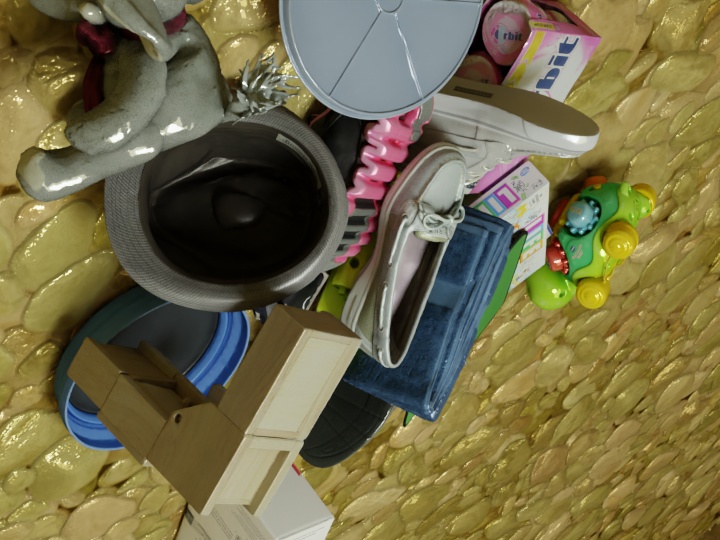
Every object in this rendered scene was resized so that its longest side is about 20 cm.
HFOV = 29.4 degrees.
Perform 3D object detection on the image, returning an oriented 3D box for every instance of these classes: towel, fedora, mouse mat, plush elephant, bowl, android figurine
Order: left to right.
[{"bbox_3d":[-0.158,-0.160,0.934,0.199,0.156,0.165,-15,-160,18],"label":"plush elephant"},{"bbox_3d":[-0.198,0.086,1.298,0.200,0.039,0.201,-29,147,-21],"label":"bowl"},{"bbox_3d":[-0.113,-0.053,1.138,0.198,0.178,0.090,-8,177,-11],"label":"fedora"},{"bbox_3d":[0.000,0.000,1.330,0.182,0.041,0.201,85,27,-75],"label":"android figurine"},{"bbox_3d":[0.062,0.032,1.298,0.201,0.111,0.049,-67,153,-6],"label":"towel"},{"bbox_3d":[0.107,0.062,1.421,0.200,0.008,0.161,-47,163,-28],"label":"mouse mat"}]

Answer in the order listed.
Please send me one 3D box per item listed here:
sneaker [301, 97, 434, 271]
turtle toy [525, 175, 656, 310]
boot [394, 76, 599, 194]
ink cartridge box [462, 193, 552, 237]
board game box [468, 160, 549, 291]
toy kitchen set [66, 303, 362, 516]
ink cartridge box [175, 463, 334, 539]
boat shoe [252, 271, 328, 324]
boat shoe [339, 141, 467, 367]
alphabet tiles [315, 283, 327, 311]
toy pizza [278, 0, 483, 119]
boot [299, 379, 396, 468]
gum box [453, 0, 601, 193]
[{"bbox_3d":[-0.016,-0.096,1.211,0.079,0.095,0.201,16,105,-61],"label":"sneaker"},{"bbox_3d":[0.265,-0.028,1.618,0.146,0.101,0.201,-50,167,-54],"label":"turtle toy"},{"bbox_3d":[0.113,-0.115,1.247,0.074,0.199,0.096,-46,149,-55],"label":"boot"},{"bbox_3d":[0.109,-0.018,1.507,0.200,0.047,0.198,-45,154,0],"label":"ink cartridge box"},{"bbox_3d":[0.135,-0.020,1.438,0.134,0.034,0.200,-38,158,-10],"label":"board game box"},{"bbox_3d":[-0.104,0.082,1.178,0.163,0.200,0.181,14,110,-54],"label":"toy kitchen set"},{"bbox_3d":[-0.126,0.302,1.555,0.084,0.145,0.201,-15,141,-38],"label":"ink cartridge box"},{"bbox_3d":[-0.088,0.012,1.312,0.075,0.092,0.200,-59,-179,-14],"label":"boat shoe"},{"bbox_3d":[0.049,-0.014,1.214,0.074,0.065,0.203,14,106,-48],"label":"boat shoe"},{"bbox_3d":[-0.037,0.095,1.438,0.200,0.015,0.197,-21,133,-66],"label":"alphabet tiles"},{"bbox_3d":[0.016,-0.222,1.105,0.199,0.032,0.202,-13,114,-31],"label":"toy pizza"},{"bbox_3d":[0.023,0.120,1.428,0.204,0.073,0.154,-53,166,2],"label":"boot"},{"bbox_3d":[0.136,-0.171,1.323,0.113,0.066,0.201,-6,134,-47],"label":"gum box"}]
